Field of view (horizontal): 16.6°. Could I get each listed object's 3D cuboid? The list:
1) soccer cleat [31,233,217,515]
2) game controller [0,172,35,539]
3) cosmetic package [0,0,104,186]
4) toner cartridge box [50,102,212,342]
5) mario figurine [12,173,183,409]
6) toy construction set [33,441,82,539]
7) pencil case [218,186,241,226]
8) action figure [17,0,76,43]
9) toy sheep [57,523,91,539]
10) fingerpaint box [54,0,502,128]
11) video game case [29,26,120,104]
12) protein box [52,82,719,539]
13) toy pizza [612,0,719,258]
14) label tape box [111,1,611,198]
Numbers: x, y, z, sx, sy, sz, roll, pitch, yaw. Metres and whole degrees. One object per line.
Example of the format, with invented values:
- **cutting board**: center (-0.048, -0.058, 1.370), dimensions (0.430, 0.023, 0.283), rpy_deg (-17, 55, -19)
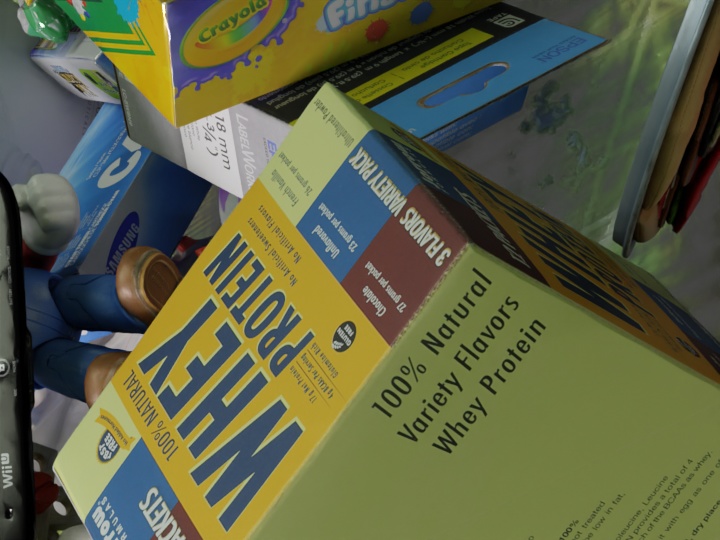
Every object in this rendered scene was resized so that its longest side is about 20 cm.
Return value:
- **soccer cleat**: center (-0.122, 0.061, 1.285), dimensions (0.200, 0.078, 0.069), rpy_deg (-45, 22, -10)
- **game controller**: center (-0.200, 0.050, 1.135), dimensions (0.104, 0.042, 0.200), rpy_deg (-9, 80, 25)
- **cosmetic package**: center (-0.255, -0.058, 1.403), dimensions (0.123, 0.200, 0.200), rpy_deg (-19, 54, 40)
- **toner cartridge box**: center (-0.123, -0.044, 1.312), dimensions (0.095, 0.043, 0.200), rpy_deg (-21, 32, 43)
- **mario figurine**: center (-0.185, 0.025, 1.183), dimensions (0.200, 0.106, 0.123), rpy_deg (1, 35, 34)
- **toy construction set**: center (-0.181, 0.178, 1.214), dimensions (0.200, 0.092, 0.131), rpy_deg (-60, 5, 46)
- **pencil case**: center (0.000, 0.000, 1.165), dimensions (0.200, 0.084, 0.086), rpy_deg (51, 131, 53)
- **action figure**: center (-0.156, -0.182, 1.359), dimensions (0.118, 0.055, 0.200), rpy_deg (-39, 24, 25)
- **toy sheep**: center (-0.080, 0.148, 1.120), dimensions (0.138, 0.138, 0.200), rpy_deg (-7, 67, 48)
- **fingerpaint box**: center (-0.043, -0.166, 1.144), dimensions (0.167, 0.200, 0.073), rpy_deg (45, 149, 39)
- **video game case**: center (-0.088, -0.179, 1.340), dimensions (0.200, 0.045, 0.181), rpy_deg (-53, 18, -6)
- **protein box**: center (0.025, 0.072, 0.981), dimensions (0.199, 0.200, 0.135), rpy_deg (-53, 37, 11)
- **toy pizza**: center (0.150, -0.096, 0.999), dimensions (0.200, 0.032, 0.200), rpy_deg (21, -90, -82)
- **label tape box**: center (-0.001, -0.083, 1.155), dimensions (0.144, 0.063, 0.200), rpy_deg (-29, 38, -31)
